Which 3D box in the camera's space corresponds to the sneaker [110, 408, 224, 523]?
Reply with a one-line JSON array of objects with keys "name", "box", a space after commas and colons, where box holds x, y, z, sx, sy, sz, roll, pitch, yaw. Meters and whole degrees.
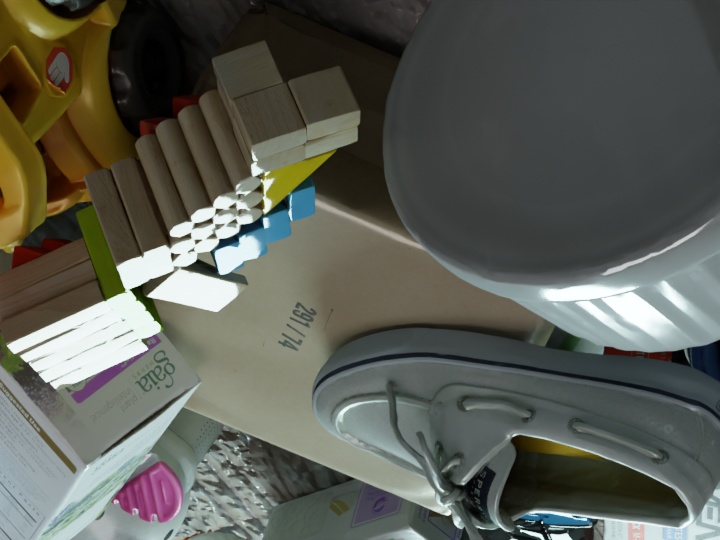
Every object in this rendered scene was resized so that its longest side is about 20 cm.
[{"name": "sneaker", "box": [-0.156, 0.072, 1.023, 0.199, 0.088, 0.082, 24, 138, 29]}]

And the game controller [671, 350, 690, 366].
[{"name": "game controller", "box": [0.247, 0.044, 0.818, 0.199, 0.105, 0.042, 6, 140, 14]}]

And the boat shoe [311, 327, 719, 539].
[{"name": "boat shoe", "box": [0.058, 0.083, 0.757, 0.201, 0.086, 0.075, 6, 137, 27]}]

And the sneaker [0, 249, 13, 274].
[{"name": "sneaker", "box": [-0.252, -0.025, 0.961, 0.199, 0.087, 0.075, 9, -172, 34]}]

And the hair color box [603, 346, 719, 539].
[{"name": "hair color box", "box": [0.223, 0.092, 0.883, 0.199, 0.064, 0.111, 1, 134, 12]}]

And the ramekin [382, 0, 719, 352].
[{"name": "ramekin", "box": [0.116, -0.061, 0.678, 0.201, 0.203, 0.094, -14, 143, 33]}]

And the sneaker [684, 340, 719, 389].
[{"name": "sneaker", "box": [0.198, -0.021, 0.728, 0.077, 0.085, 0.201, 27, 114, 8]}]

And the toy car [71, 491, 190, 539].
[{"name": "toy car", "box": [-0.165, 0.164, 1.077, 0.184, 0.178, 0.200, 23, 128, -32]}]

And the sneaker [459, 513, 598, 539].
[{"name": "sneaker", "box": [0.099, 0.114, 0.956, 0.073, 0.082, 0.200, 8, 159, -2]}]

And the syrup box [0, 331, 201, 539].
[{"name": "syrup box", "box": [-0.162, 0.087, 0.897, 0.081, 0.079, 0.200, 47, 144, 6]}]

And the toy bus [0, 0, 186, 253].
[{"name": "toy bus", "box": [-0.179, -0.073, 0.769, 0.135, 0.193, 0.200, -5, 138, 22]}]

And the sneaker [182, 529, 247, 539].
[{"name": "sneaker", "box": [-0.030, 0.218, 1.053, 0.199, 0.078, 0.073, 14, 142, -20]}]

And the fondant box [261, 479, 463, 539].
[{"name": "fondant box", "box": [0.051, 0.211, 1.130, 0.144, 0.058, 0.200, -24, 127, 39]}]

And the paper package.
[{"name": "paper package", "box": [0.000, 0.000, 0.844, 0.190, 0.104, 0.201, 23, 140, 3]}]

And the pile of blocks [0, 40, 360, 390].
[{"name": "pile of blocks", "box": [-0.077, -0.029, 0.736, 0.200, 0.062, 0.082, -36, 151, 23]}]

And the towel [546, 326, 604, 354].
[{"name": "towel", "box": [0.156, 0.061, 0.941, 0.199, 0.023, 0.153, 22, 140, -3]}]
